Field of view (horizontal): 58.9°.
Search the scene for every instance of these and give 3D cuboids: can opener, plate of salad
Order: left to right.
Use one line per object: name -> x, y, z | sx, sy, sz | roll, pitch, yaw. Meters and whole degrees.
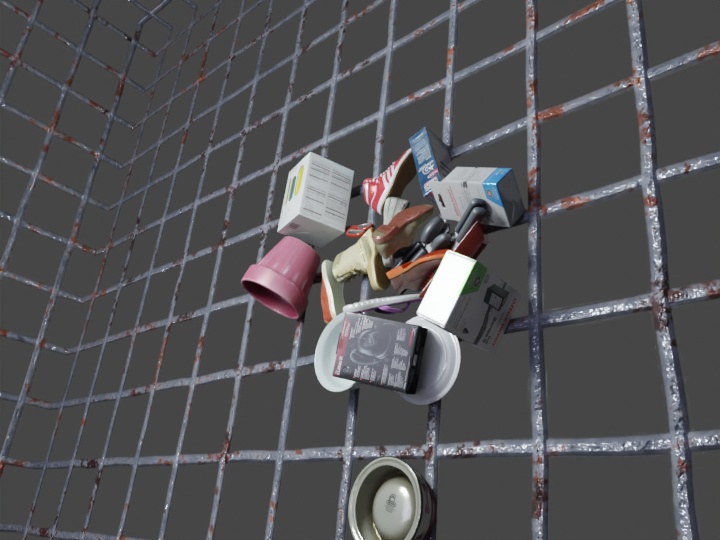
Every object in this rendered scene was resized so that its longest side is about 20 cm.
can opener -> 0.137, -0.053, 1.570 | 0.200, 0.067, 0.053 | -48, 42, 16
plate of salad -> 0.145, 0.201, 1.437 | 0.199, 0.048, 0.202 | -13, 69, 38
can opener -> 0.225, -0.087, 1.453 | 0.200, 0.066, 0.053 | 120, 152, -52

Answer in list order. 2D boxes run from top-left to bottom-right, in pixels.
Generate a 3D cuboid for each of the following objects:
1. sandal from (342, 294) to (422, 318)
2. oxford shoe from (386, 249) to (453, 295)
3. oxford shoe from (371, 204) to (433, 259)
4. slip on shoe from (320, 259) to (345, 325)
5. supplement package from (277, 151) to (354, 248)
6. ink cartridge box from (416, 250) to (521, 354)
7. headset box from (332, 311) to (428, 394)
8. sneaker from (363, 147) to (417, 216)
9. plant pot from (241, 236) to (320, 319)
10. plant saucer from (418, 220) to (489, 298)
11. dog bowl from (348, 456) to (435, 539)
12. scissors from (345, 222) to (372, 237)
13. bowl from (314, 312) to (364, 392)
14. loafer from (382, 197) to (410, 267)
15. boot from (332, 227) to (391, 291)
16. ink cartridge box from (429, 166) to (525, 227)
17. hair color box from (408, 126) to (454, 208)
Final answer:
sandal -> 0.058, 0.090, 1.522 | 0.082, 0.201, 0.050 | 167, 94, -86
oxford shoe -> 0.151, 0.004, 1.499 | 0.199, 0.071, 0.073 | -24, 89, 46
oxford shoe -> 0.111, -0.101, 1.590 | 0.199, 0.074, 0.071 | -33, 27, -25
slip on shoe -> -0.082, 0.060, 1.736 | 0.061, 0.074, 0.201 | -32, 53, 34
supplement package -> -0.128, -0.199, 1.837 | 0.152, 0.150, 0.202 | -28, 48, 55
ink cartridge box -> 0.227, 0.069, 1.308 | 0.084, 0.199, 0.146 | 24, 86, 46
headset box -> 0.035, 0.181, 1.419 | 0.198, 0.077, 0.150 | 8, 82, 25
sneaker -> 0.079, -0.254, 1.740 | 0.112, 0.071, 0.201 | 35, 97, 46
plant pot -> -0.211, 0.012, 1.819 | 0.199, 0.200, 0.180 | 7, 58, 47
plant saucer -> 0.216, -0.014, 1.404 | 0.037, 0.199, 0.200 | 40, 100, 12
dog bowl -> 0.070, 0.497, 1.330 | 0.199, 0.074, 0.202 | -25, 52, 36
scissors -> -0.044, -0.118, 1.807 | 0.073, 0.014, 0.199 | -38, 29, -32
bowl -> -0.014, 0.208, 1.564 | 0.200, 0.090, 0.203 | -23, 54, 35
loafer -> 0.091, -0.101, 1.640 | 0.069, 0.070, 0.202 | 2, 65, 11
boot -> 0.000, 0.000, 1.678 | 0.155, 0.073, 0.201 | -34, 46, 28
ink cartridge box -> 0.263, -0.171, 1.457 | 0.199, 0.117, 0.068 | 13, 47, 48
hair color box -> 0.189, -0.254, 1.603 | 0.060, 0.100, 0.201 | -34, 47, 29
